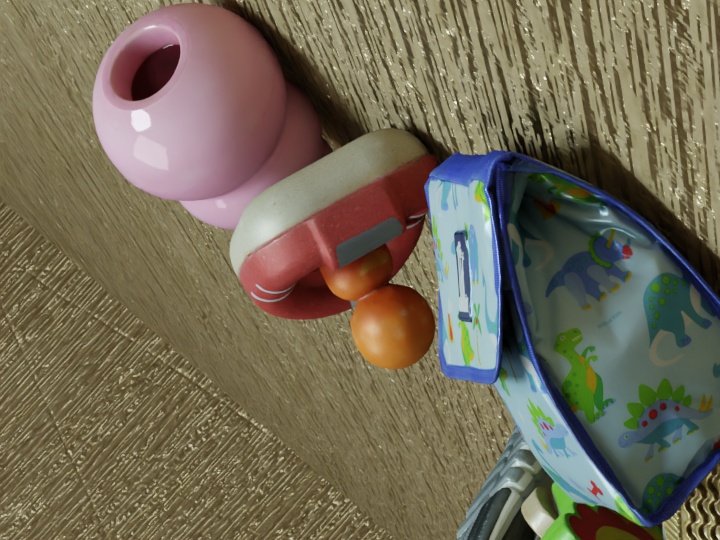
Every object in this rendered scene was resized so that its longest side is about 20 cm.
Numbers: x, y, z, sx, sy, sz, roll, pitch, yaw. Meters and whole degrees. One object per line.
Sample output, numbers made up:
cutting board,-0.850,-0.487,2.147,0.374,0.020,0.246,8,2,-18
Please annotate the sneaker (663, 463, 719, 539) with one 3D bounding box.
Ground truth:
sneaker,0.256,0.121,1.420,0.199,0.090,0.075,7,105,42

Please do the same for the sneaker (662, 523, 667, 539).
sneaker,0.265,0.180,1.522,0.200,0.078,0.112,36,168,-18

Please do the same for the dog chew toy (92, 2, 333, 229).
dog chew toy,-0.081,-0.084,1.744,0.124,0.125,0.200,34,177,42

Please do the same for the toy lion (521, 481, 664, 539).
toy lion,0.179,0.191,1.579,0.200,0.069,0.192,33,-161,-25

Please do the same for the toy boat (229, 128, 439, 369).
toy boat,0.000,0.000,1.668,0.131,0.130,0.200,61,173,3

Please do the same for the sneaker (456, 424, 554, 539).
sneaker,0.139,0.142,1.703,0.115,0.200,0.075,34,141,-3

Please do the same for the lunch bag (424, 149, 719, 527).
lunch bag,0.110,0.024,1.423,0.201,0.127,0.170,56,172,-5
